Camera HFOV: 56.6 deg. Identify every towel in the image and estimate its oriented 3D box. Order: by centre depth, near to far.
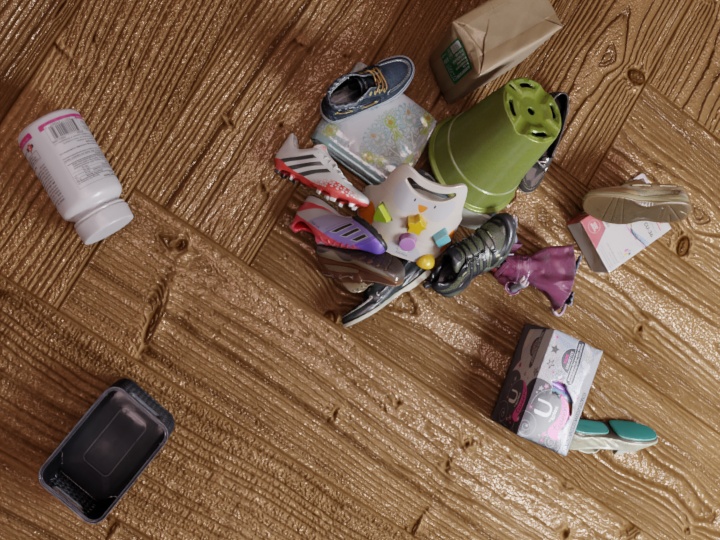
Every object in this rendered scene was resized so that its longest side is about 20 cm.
[{"bbox_3d":[0.029,-0.259,1.250,0.198,0.048,0.174,34,82,-8],"label":"towel"}]

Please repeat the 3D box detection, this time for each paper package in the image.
[{"bbox_3d":[0.234,-0.409,1.206,0.188,0.200,0.105,-32,94,-7],"label":"paper package"}]

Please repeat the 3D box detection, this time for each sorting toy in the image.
[{"bbox_3d":[0.101,-0.109,1.182,0.195,0.181,0.109,17,52,-7],"label":"sorting toy"}]

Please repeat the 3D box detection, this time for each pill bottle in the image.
[{"bbox_3d":[-0.477,-0.156,1.132,0.112,0.113,0.203,-30,94,-8],"label":"pill bottle"}]

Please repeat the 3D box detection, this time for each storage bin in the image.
[{"bbox_3d":[-0.431,0.305,1.150,0.135,0.094,0.201,41,83,-7],"label":"storage bin"}]

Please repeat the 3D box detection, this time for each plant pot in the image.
[{"bbox_3d":[0.248,-0.234,1.179,0.195,0.190,0.206,9,66,-21],"label":"plant pot"}]

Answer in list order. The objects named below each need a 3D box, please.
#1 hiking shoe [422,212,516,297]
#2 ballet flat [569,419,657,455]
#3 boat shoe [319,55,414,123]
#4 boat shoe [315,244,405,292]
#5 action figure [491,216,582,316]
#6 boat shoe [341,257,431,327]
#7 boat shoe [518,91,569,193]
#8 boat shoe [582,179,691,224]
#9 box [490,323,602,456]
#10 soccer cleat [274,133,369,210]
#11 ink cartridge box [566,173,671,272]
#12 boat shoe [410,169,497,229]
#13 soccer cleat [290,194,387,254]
[{"bbox_3d":[0.201,-0.025,1.214,0.200,0.100,0.076,-48,67,19],"label":"hiking shoe"},{"bbox_3d":[0.487,0.332,1.324,0.194,0.068,0.064,8,117,-5],"label":"ballet flat"},{"bbox_3d":[0.020,-0.327,1.181,0.197,0.091,0.072,-32,93,-10],"label":"boat shoe"},{"bbox_3d":[0.000,0.000,1.192,0.075,0.197,0.074,-17,117,-42],"label":"boat shoe"},{"bbox_3d":[0.316,-0.007,1.284,0.194,0.150,0.137,10,68,10],"label":"action figure"},{"bbox_3d":[0.037,0.030,1.236,0.197,0.074,0.067,-33,93,-8],"label":"boat shoe"},{"bbox_3d":[0.352,-0.252,1.295,0.065,0.057,0.205,20,87,-8],"label":"boat shoe"},{"bbox_3d":[0.513,-0.133,1.256,0.194,0.072,0.066,5,52,2],"label":"boat shoe"},{"bbox_3d":[0.346,0.218,1.256,0.112,0.132,0.205,22,86,-10],"label":"box"},{"bbox_3d":[-0.064,-0.177,1.204,0.196,0.069,0.087,27,91,13],"label":"soccer cleat"},{"bbox_3d":[0.523,-0.099,1.318,0.197,0.067,0.118,-34,94,-8],"label":"ink cartridge box"},{"bbox_3d":[0.182,-0.132,1.261,0.195,0.073,0.063,19,70,-11],"label":"boat shoe"},{"bbox_3d":[-0.038,-0.065,1.184,0.197,0.069,0.074,29,71,30],"label":"soccer cleat"}]
